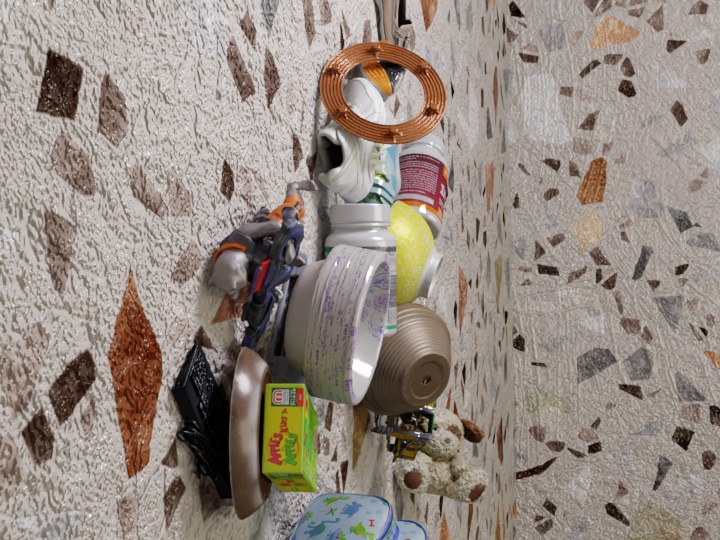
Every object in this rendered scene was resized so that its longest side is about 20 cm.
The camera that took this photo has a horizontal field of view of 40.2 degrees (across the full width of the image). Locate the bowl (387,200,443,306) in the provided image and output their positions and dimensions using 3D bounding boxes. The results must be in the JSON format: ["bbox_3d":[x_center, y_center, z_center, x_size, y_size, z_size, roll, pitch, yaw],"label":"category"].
[{"bbox_3d":[0.079,-0.008,1.688,0.200,0.107,0.202,21,90,-80],"label":"bowl"}]

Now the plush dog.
[{"bbox_3d":[0.157,0.366,2.001,0.160,0.198,0.174,169,-66,-74],"label":"plush dog"}]

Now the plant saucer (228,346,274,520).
[{"bbox_3d":[-0.124,0.192,1.168,0.200,0.032,0.203,1,90,-87],"label":"plant saucer"}]

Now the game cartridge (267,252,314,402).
[{"bbox_3d":[-0.083,0.094,1.381,0.134,0.040,0.202,70,26,-57],"label":"game cartridge"}]

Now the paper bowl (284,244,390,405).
[{"bbox_3d":[-0.033,0.067,1.277,0.201,0.103,0.203,10,90,-79],"label":"paper bowl"}]

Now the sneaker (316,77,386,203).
[{"bbox_3d":[-0.020,-0.211,1.502,0.099,0.077,0.202,23,65,-44],"label":"sneaker"}]

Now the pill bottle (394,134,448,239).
[{"bbox_3d":[0.110,-0.160,1.883,0.113,0.112,0.202,65,30,-55],"label":"pill bottle"}]

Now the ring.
[{"bbox_3d":[0.036,-0.277,1.507,0.019,0.198,0.202,105,-4,-59],"label":"ring"}]

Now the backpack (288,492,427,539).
[{"bbox_3d":[-0.003,0.404,1.361,0.183,0.198,0.148,-51,138,-63],"label":"backpack"}]

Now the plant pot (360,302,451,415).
[{"bbox_3d":[0.086,0.164,1.653,0.199,0.093,0.203,-14,117,-30],"label":"plant pot"}]

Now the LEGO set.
[{"bbox_3d":[0.066,0.245,1.808,0.154,0.115,0.202,130,-29,-69],"label":"LEGO set"}]

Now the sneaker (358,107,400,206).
[{"bbox_3d":[0.024,-0.174,1.659,0.131,0.079,0.201,-72,155,-48],"label":"sneaker"}]

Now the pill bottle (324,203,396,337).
[{"bbox_3d":[0.000,0.000,1.519,0.113,0.112,0.202,-2,92,-73],"label":"pill bottle"}]

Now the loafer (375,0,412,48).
[{"bbox_3d":[0.068,-0.469,1.830,0.072,0.062,0.201,-69,153,-52],"label":"loafer"}]

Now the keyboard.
[{"bbox_3d":[-0.160,0.185,1.116,0.105,0.039,0.201,-73,155,-46],"label":"keyboard"}]

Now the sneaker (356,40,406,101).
[{"bbox_3d":[0.037,-0.313,1.629,0.200,0.075,0.093,-101,-176,-61],"label":"sneaker"}]

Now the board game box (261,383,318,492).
[{"bbox_3d":[-0.083,0.210,1.208,0.200,0.047,0.103,83,6,-71],"label":"board game box"}]

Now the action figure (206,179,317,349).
[{"bbox_3d":[-0.126,-0.009,1.198,0.201,0.104,0.193,-65,169,27],"label":"action figure"}]
